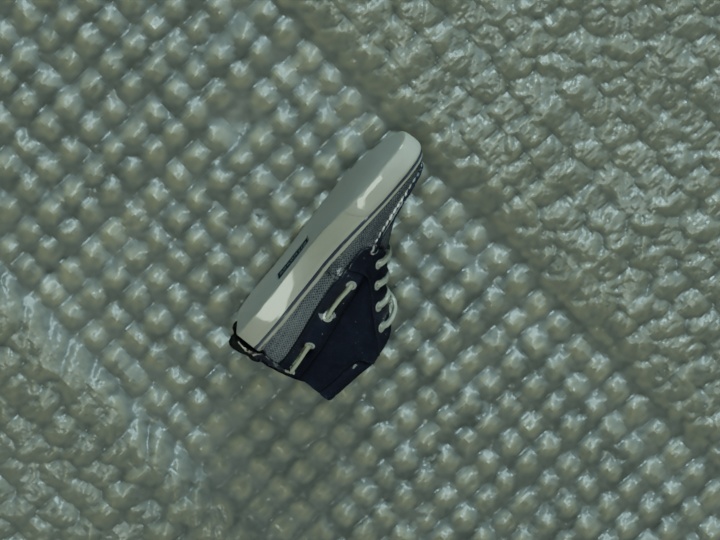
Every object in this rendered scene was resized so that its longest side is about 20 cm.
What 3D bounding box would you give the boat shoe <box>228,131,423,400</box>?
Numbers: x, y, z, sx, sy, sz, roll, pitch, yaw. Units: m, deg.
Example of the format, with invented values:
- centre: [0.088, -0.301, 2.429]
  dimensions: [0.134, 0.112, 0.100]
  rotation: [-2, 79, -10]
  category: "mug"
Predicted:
- centre: [0.000, 0.000, 1.434]
  dimensions: [0.093, 0.075, 0.200]
  rotation: [36, 108, -15]
  category: "boat shoe"
